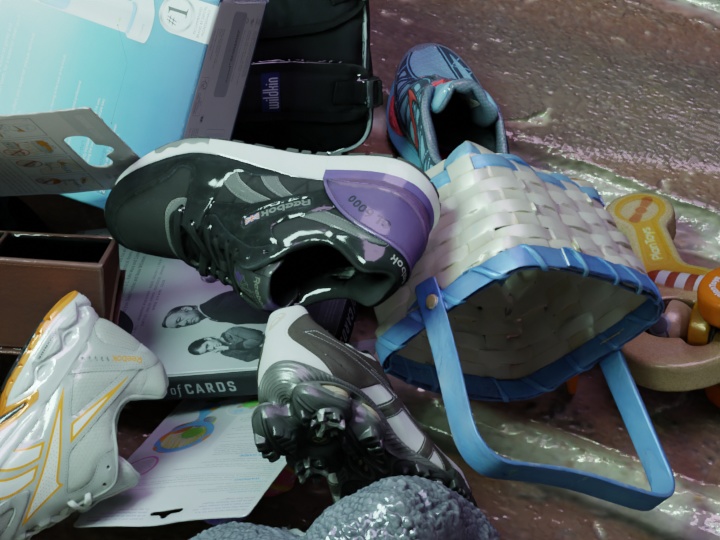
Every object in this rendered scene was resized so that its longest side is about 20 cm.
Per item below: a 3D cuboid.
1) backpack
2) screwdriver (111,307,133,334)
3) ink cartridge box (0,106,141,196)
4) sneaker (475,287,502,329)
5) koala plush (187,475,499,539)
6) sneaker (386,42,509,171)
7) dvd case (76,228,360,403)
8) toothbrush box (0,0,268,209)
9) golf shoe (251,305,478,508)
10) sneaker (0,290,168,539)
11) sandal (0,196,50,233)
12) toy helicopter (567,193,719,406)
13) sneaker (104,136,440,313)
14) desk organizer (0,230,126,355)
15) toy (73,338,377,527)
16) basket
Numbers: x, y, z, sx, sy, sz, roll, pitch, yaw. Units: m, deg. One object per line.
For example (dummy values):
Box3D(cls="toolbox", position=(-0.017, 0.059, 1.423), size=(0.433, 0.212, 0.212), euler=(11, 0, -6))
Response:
Box3D(cls="backpack", position=(-0.099, -0.158, 1.844), size=(0.198, 0.179, 0.151), euler=(-8, 22, -12))
Box3D(cls="screwdriver", position=(-0.179, 0.105, 1.613), size=(0.029, 0.028, 0.201), euler=(23, 61, 1))
Box3D(cls="ink cartridge box", position=(-0.228, -0.084, 1.615), size=(0.198, 0.162, 0.051), euler=(-5, 76, 10))
Box3D(cls="sneaker", position=(0.000, -0.002, 1.774), size=(0.104, 0.060, 0.200), euler=(-15, 43, -23))
Box3D(cls="koala plush", position=(-0.032, 0.186, 1.487), size=(0.199, 0.185, 0.177), euler=(9, 16, 40))
Box3D(cls="sneaker", position=(0.069, -0.096, 1.860), size=(0.079, 0.096, 0.201), euler=(-1, 42, -12))
Box3D(cls="dvd case", position=(-0.097, 0.022, 1.701), size=(0.199, 0.025, 0.151), euler=(-5, 38, 18))
Box3D(cls="toothbrush box", position=(-0.176, -0.125, 1.729), size=(0.199, 0.147, 0.085), euler=(17, 8, 17))
Box3D(cls="golf shoe", position=(0.007, 0.089, 1.570), size=(0.077, 0.200, 0.095), euler=(-22, 51, 15))
Box3D(cls="sneaker", position=(-0.174, 0.116, 1.551), size=(0.092, 0.076, 0.201), euler=(30, 82, -7))
Box3D(cls="sandal", position=(-0.262, -0.057, 1.796), size=(0.076, 0.043, 0.200), euler=(-21, 49, -29))
Box3D(cls="toy helicopter", position=(0.182, 0.014, 1.783), size=(0.131, 0.079, 0.200), euler=(-11, 33, -1))
Box3D(cls="sneaker", position=(-0.061, -0.020, 1.571), size=(0.199, 0.076, 0.088), euler=(0, 41, 23))
Box3D(cls="desk organizer", position=(-0.238, -0.005, 1.618), size=(0.198, 0.077, 0.072), euler=(4, 47, 1))
Box3D(cls="toy", position=(-0.068, 0.107, 1.631), size=(0.114, 0.047, 0.200), euler=(-7, 27, 28))
Box3D(cls="basket", position=(0.097, 0.039, 1.625), size=(0.176, 0.139, 0.201), euler=(19, 41, -45))
